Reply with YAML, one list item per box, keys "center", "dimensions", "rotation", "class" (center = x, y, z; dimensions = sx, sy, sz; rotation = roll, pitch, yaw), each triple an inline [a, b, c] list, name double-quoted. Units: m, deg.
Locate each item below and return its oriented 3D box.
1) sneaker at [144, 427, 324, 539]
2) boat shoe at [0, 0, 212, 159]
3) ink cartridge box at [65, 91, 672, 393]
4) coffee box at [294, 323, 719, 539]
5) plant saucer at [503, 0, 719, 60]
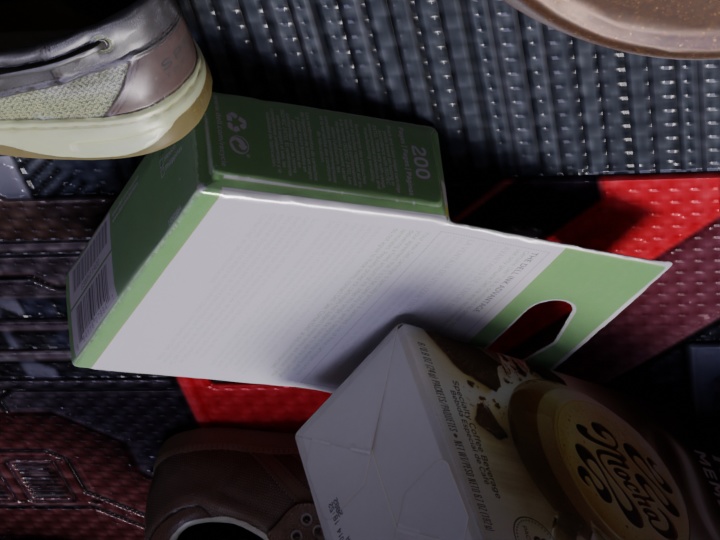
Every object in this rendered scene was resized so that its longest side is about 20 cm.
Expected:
- center: [-0.006, 0.115, 0.897]
  dimensions: [0.198, 0.076, 0.071]
  rotation: [-6, 144, 18]
  class: "sneaker"
- center: [-0.152, -0.078, 0.657]
  dimensions: [0.199, 0.072, 0.066]
  rotation: [0, 135, 9]
  class: "boat shoe"
- center: [0.000, 0.000, 0.758]
  dimensions: [0.198, 0.048, 0.146]
  rotation: [7, 149, -26]
  class: "ink cartridge box"
- center: [0.083, 0.108, 0.793]
  dimensions: [0.199, 0.114, 0.080]
  rotation: [18, 128, -38]
  class: "coffee box"
- center: [0.103, -0.123, 0.571]
  dimensions: [0.198, 0.037, 0.201]
  rotation: [4, 145, 3]
  class: "plant saucer"
